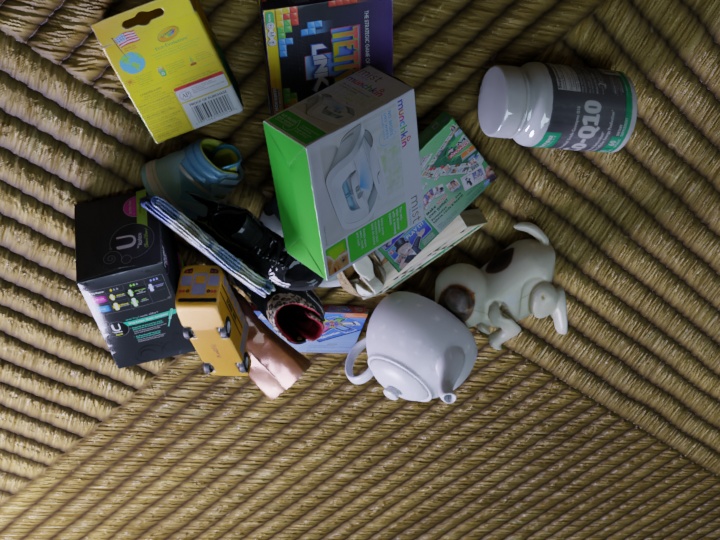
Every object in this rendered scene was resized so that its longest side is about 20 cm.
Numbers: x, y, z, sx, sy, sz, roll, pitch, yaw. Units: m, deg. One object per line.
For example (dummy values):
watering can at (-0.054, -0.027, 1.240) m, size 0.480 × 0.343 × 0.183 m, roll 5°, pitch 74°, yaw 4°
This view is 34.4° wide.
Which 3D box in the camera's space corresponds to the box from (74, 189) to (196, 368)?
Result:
box at (-0.314, 0.012, 1.634) m, size 0.122 × 0.150 × 0.202 m, roll -13°, pitch 139°, yaw -1°

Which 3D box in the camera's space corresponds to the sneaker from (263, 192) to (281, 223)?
sneaker at (-0.091, -0.112, 1.587) m, size 0.083 × 0.075 × 0.204 m, roll 3°, pitch 99°, yaw 12°

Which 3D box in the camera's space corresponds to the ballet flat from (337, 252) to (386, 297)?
ballet flat at (0.000, 0.000, 1.634) m, size 0.070 × 0.065 × 0.200 m, roll -43°, pitch 148°, yaw -2°

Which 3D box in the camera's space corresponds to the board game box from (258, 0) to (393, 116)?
board game box at (-0.041, -0.274, 1.478) m, size 0.162 × 0.057 × 0.202 m, roll -10°, pitch 139°, yaw -6°

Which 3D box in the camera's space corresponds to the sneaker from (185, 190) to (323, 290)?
sneaker at (-0.143, -0.038, 1.532) m, size 0.061 × 0.198 × 0.104 m, roll -61°, pitch 167°, yaw -9°

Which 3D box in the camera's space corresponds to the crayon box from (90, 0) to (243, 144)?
crayon box at (-0.236, -0.261, 1.433) m, size 0.125 × 0.051 × 0.201 m, roll -19°, pitch 140°, yaw 3°

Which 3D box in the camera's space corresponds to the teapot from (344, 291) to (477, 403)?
teapot at (0.078, 0.140, 1.848) m, size 0.196 × 0.147 × 0.201 m, roll 31°, pitch 159°, yaw 8°

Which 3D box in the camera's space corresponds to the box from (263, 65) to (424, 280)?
box at (-0.017, -0.124, 1.467) m, size 0.175 × 0.096 × 0.202 m, roll -30°, pitch 133°, yaw -27°

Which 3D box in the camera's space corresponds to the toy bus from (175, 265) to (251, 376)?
toy bus at (-0.204, 0.078, 1.646) m, size 0.064 × 0.079 × 0.201 m, roll -1°, pitch 149°, yaw 10°

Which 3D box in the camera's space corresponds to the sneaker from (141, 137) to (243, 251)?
sneaker at (-0.195, -0.101, 1.603) m, size 0.129 × 0.080 × 0.200 m, roll -27°, pitch 139°, yaw 15°

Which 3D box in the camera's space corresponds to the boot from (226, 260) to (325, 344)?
boot at (-0.101, 0.059, 1.747) m, size 0.073 × 0.150 × 0.200 m, roll -49°, pitch 132°, yaw 1°

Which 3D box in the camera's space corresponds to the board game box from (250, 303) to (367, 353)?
board game box at (-0.095, 0.095, 1.898) m, size 0.197 × 0.020 × 0.104 m, roll 3°, pitch 137°, yaw -20°

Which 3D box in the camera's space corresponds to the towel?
towel at (-0.201, -0.034, 1.513) m, size 0.199 × 0.147 × 0.024 m, roll 38°, pitch 84°, yaw -13°

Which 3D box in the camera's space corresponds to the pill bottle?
pill bottle at (0.268, -0.224, 1.590) m, size 0.197 × 0.114 × 0.114 m, roll 2°, pitch 137°, yaw -19°

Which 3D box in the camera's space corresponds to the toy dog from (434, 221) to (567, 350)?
toy dog at (0.215, 0.032, 1.842) m, size 0.196 × 0.140 × 0.196 m, roll -12°, pitch 126°, yaw -5°

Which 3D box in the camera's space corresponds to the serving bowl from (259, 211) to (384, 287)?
serving bowl at (-0.052, -0.036, 1.699) m, size 0.196 × 0.067 × 0.201 m, roll 0°, pitch 143°, yaw 0°

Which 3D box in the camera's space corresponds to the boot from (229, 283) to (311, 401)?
boot at (-0.197, 0.122, 1.787) m, size 0.188 × 0.069 × 0.200 m, roll -37°, pitch 107°, yaw 30°

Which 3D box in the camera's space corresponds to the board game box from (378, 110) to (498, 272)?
board game box at (0.086, -0.109, 1.638) m, size 0.200 × 0.029 × 0.135 m, roll -43°, pitch 129°, yaw 3°

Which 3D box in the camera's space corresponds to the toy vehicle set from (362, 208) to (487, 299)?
toy vehicle set at (0.094, -0.026, 1.766) m, size 0.199 × 0.027 × 0.124 m, roll -36°, pitch 173°, yaw 21°
